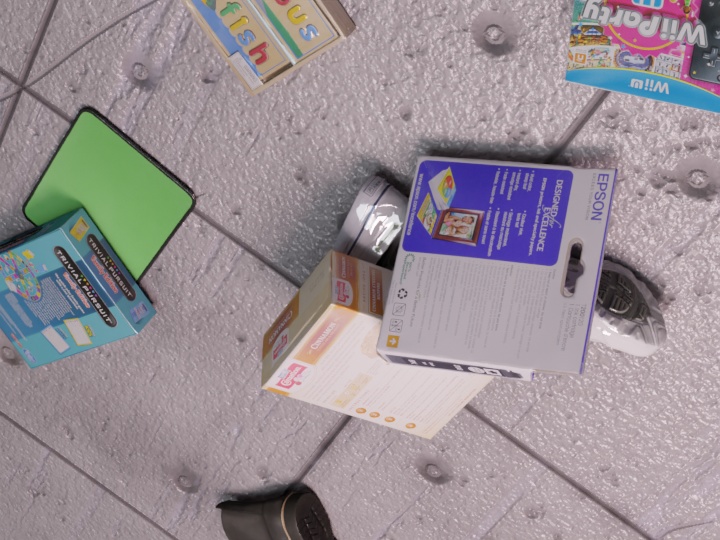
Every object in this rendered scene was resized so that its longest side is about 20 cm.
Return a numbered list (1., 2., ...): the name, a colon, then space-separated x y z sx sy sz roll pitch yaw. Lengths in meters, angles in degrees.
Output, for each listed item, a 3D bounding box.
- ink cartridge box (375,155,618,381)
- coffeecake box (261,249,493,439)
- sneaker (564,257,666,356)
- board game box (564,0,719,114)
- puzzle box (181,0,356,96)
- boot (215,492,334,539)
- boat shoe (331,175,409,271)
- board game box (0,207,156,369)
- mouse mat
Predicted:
1. ink cartridge box: 0.128 -0.002 1.260 0.200 0.199 0.043 6 164 26
2. coffeecake box: 0.022 0.078 1.383 0.200 0.073 0.154 19 135 -22
3. sneaker: 0.197 0.034 1.325 0.200 0.078 0.099 29 138 18
4. board game box: 0.252 -0.238 1.105 0.147 0.064 0.200 15 129 18
5. puzzle box: -0.110 -0.273 1.288 0.133 0.025 0.200 -26 108 37
6. boot: -0.090 0.363 1.702 0.138 0.077 0.200 -7 105 35
7. boat shoe: 0.000 0.000 1.390 0.067 0.074 0.200 31 130 10
8. board game box: -0.354 0.024 1.602 0.200 0.047 0.151 -18 114 38
9. mouse mat: -0.282 -0.072 1.530 0.161 0.008 0.200 40 132 -3
